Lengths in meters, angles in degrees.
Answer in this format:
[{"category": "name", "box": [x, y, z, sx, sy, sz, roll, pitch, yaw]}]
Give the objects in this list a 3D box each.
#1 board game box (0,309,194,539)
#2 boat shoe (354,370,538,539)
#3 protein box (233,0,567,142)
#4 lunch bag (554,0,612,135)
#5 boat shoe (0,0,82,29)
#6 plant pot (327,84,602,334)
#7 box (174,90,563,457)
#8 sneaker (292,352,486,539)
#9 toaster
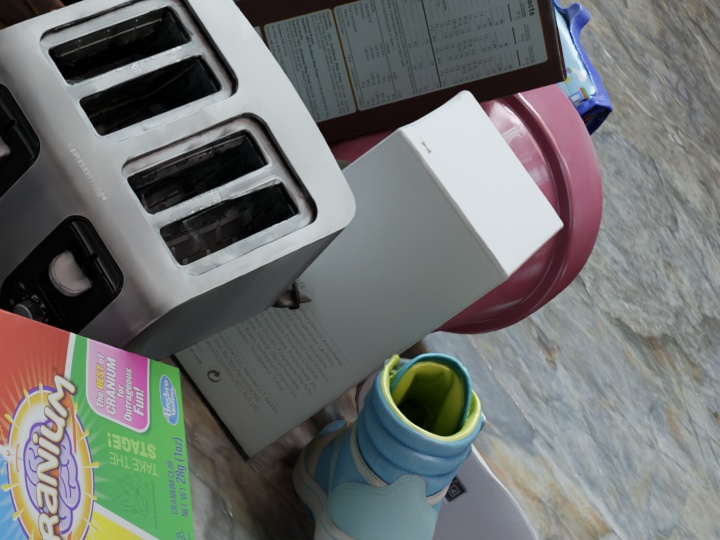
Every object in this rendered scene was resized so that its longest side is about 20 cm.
[{"category": "board game box", "box": [-0.154, 0.102, 1.225, 0.200, 0.040, 0.153, 22, 55, -54]}, {"category": "boat shoe", "box": [0.059, 0.144, 1.637, 0.065, 0.074, 0.200, -149, -145, -84]}, {"category": "protein box", "box": [0.009, -0.208, 1.679, 0.199, 0.200, 0.135, -104, 180, -46]}, {"category": "lunch bag", "box": [0.095, -0.136, 1.959, 0.094, 0.200, 0.151, 22, 37, -55]}, {"category": "boat shoe", "box": [-0.178, -0.158, 1.545, 0.200, 0.070, 0.070, 34, 28, -47]}, {"category": "plant pot", "box": [0.038, -0.039, 1.729, 0.200, 0.200, 0.179, 56, 36, 3]}, {"category": "box", "box": [0.000, 0.000, 1.547, 0.106, 0.200, 0.152, 55, 22, 0]}, {"category": "sneaker", "box": [0.021, 0.096, 1.492, 0.079, 0.131, 0.200, 20, 12, -14]}, {"category": "toaster", "box": [-0.118, -0.047, 1.387, 0.200, 0.119, 0.181, -25, 80, -40]}]
